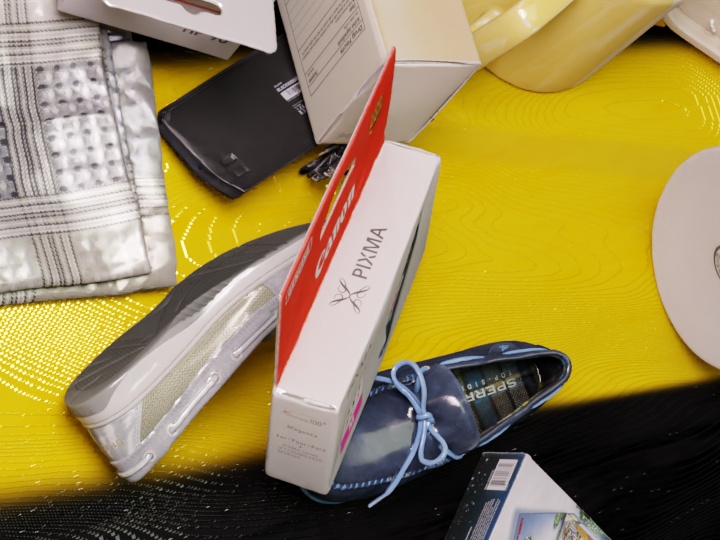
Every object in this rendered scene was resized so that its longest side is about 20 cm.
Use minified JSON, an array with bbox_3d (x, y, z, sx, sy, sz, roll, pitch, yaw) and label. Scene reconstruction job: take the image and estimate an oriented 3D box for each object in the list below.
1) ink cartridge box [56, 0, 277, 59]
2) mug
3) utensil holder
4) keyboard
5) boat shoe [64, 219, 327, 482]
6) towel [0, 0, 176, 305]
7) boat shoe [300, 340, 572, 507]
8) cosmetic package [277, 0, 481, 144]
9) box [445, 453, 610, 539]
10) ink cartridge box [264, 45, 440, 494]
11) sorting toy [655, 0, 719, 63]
[{"bbox_3d":[-0.117,-0.203,1.129,0.116,0.068,0.200,14,53,-27],"label":"ink cartridge box"},{"bbox_3d":[0.152,-0.198,1.272,0.149,0.153,0.187,24,65,-25],"label":"mug"},{"bbox_3d":[0.329,-0.019,1.325,0.200,0.170,0.170,-10,82,-30],"label":"utensil holder"},{"bbox_3d":[-0.033,-0.099,1.210,0.104,0.040,0.200,47,55,11],"label":"keyboard"},{"bbox_3d":[-0.083,0.040,1.113,0.202,0.074,0.065,-42,111,-33],"label":"boat shoe"},{"bbox_3d":[-0.203,-0.076,1.091,0.200,0.035,0.193,-6,80,-33],"label":"towel"},{"bbox_3d":[0.045,0.081,1.178,0.200,0.069,0.084,-28,92,-34],"label":"boat shoe"},{"bbox_3d":[-0.002,-0.188,1.181,0.071,0.105,0.200,-3,67,-30],"label":"cosmetic package"},{"bbox_3d":[0.088,0.231,1.153,0.137,0.038,0.200,46,57,-32],"label":"box"},{"bbox_3d":[0.000,0.000,1.089,0.044,0.174,0.200,18,53,7],"label":"ink cartridge box"},{"bbox_3d":[0.296,-0.248,1.413,0.200,0.107,0.180,31,55,-21],"label":"sorting toy"}]
